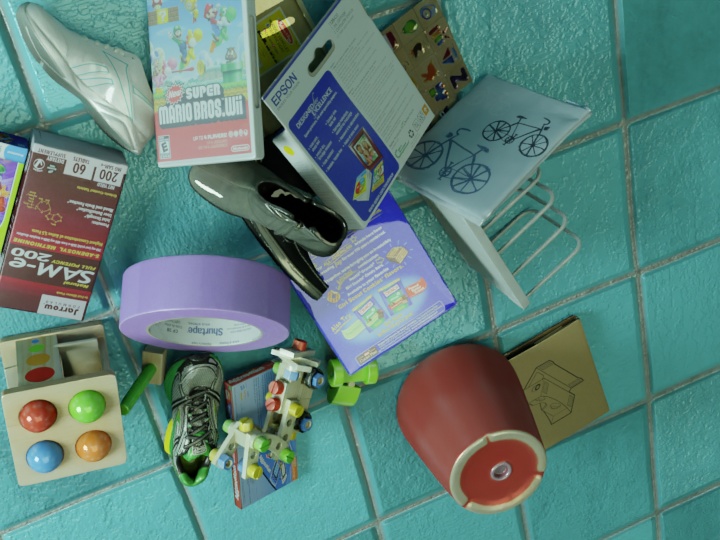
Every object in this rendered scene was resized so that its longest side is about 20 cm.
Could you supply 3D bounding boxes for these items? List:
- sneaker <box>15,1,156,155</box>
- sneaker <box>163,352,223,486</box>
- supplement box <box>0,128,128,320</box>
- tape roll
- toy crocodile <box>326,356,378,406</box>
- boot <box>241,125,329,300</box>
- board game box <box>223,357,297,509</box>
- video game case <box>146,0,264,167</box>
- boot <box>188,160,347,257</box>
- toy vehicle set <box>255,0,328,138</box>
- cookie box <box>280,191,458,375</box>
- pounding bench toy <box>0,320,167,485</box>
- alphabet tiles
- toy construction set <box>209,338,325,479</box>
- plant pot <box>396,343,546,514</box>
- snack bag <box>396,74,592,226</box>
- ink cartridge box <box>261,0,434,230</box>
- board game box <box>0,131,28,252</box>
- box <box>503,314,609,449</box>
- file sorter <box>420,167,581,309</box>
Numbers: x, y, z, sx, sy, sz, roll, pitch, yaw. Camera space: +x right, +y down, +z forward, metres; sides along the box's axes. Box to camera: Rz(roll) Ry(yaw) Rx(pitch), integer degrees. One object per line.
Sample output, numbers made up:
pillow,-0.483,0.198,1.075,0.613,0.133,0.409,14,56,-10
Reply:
sneaker,-0.292,-0.222,1.052,0.080,0.070,0.200,-49,125,-12
sneaker,-0.210,0.193,1.245,0.078,0.085,0.201,-7,124,-22
supplement box,-0.349,-0.050,1.104,0.108,0.061,0.201,12,109,-26
tape roll,-0.183,0.043,1.136,0.199,0.200,0.066,8,69,-25
toy crocodile,-0.014,0.096,1.313,0.067,0.062,0.201,-3,110,-20
boot,-0.061,-0.084,1.136,0.153,0.073,0.204,-37,93,-7
board game box,-0.135,0.223,1.320,0.103,0.019,0.201,-21,121,-36
video game case,-0.169,-0.216,1.029,0.017,0.142,0.202,-9,97,-57
boot,-0.099,-0.083,1.031,0.199,0.131,0.068,28,84,2
toy vehicle set,-0.114,-0.266,1.118,0.124,0.027,0.201,-34,121,-5
cookie box,0.000,0.000,1.223,0.171,0.075,0.201,-33,100,-4
pounding bench toy,-0.320,0.153,1.153,0.199,0.156,0.125,-10,117,-18
alphabet tiles,0.068,-0.218,1.211,0.167,0.008,0.200,-40,126,-11
toy construction set,-0.110,0.172,1.247,0.131,0.092,0.201,9,112,-50
plant pot,0.167,0.234,1.363,0.199,0.178,0.202,-7,118,-13
snack bag,0.153,-0.155,1.168,0.200,0.188,0.021,-45,132,-12
ink cartridge box,-0.016,-0.184,1.098,0.200,0.047,0.198,50,57,-29
board game box,-0.478,-0.101,1.037,0.199,0.045,0.135,12,108,-26
box,0.295,0.186,1.494,0.163,0.021,0.201,-29,122,-6
file sorter,0.178,-0.080,1.247,0.124,0.139,0.200,-42,129,-3
